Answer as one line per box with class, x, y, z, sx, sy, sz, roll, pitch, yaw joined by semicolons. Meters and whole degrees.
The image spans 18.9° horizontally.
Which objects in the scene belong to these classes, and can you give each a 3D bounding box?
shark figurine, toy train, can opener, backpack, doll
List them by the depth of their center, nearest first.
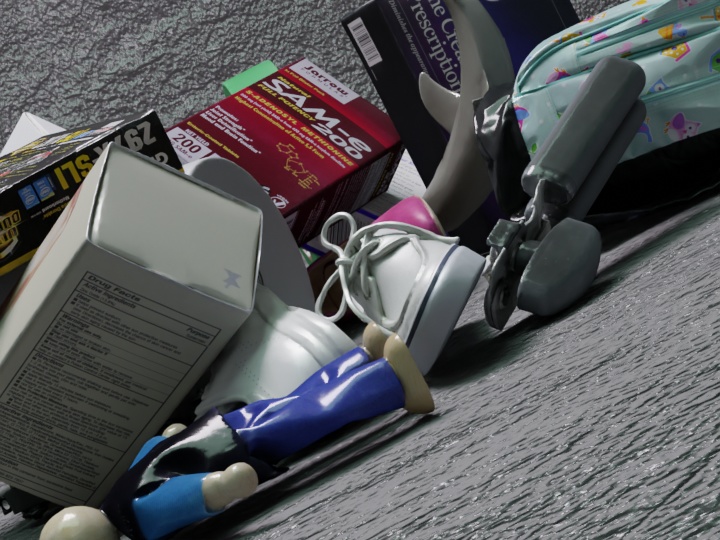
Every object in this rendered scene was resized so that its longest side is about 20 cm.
doll;-0.065;0.091;1.041;0.200;0.048;0.136;-28;13;-9
can opener;0.121;-0.040;1.217;0.066;0.053;0.200;15;50;19
toy train;-0.136;0.106;1.329;0.200;0.034;0.046;-24;2;17
backpack;0.178;-0.104;1.356;0.200;0.127;0.167;-22;3;14
shark figurine;0.069;-0.134;1.456;0.128;0.215;0.090;-13;10;15

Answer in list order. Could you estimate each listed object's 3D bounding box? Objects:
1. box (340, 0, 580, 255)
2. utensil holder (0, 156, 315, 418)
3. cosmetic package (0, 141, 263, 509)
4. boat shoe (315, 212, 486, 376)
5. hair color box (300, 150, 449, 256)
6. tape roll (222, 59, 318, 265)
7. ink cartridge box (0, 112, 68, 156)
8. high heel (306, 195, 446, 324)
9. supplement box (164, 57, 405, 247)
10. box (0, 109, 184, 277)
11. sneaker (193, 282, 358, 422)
box;0.099;-0.129;1.567;0.141;0.200;0.079;-29;4;-22
utensil holder;-0.150;0.035;1.403;0.200;0.170;0.170;-21;7;23
cosmetic package;-0.146;0.036;1.215;0.200;0.103;0.087;-49;24;37
boat shoe;0.014;0.003;1.190;0.075;0.086;0.202;-63;3;2
hair color box;0.043;-0.064;1.695;0.109;0.065;0.200;26;38;28
tape roll;-0.056;-0.084;1.885;0.048;0.201;0.200;-28;5;-5
ink cartridge box;-0.219;0.008;1.561;0.200;0.145;0.084;-60;37;9
high heel;0.000;0.000;1.497;0.096;0.067;0.200;-24;2;-15
supplement box;-0.061;-0.075;1.543;0.200;0.109;0.061;-36;-23;-53
box;-0.219;-0.037;1.331;0.160;0.049;0.200;-30;12;-26
sneaker;-0.062;0.060;1.194;0.088;0.075;0.200;-47;17;-10
